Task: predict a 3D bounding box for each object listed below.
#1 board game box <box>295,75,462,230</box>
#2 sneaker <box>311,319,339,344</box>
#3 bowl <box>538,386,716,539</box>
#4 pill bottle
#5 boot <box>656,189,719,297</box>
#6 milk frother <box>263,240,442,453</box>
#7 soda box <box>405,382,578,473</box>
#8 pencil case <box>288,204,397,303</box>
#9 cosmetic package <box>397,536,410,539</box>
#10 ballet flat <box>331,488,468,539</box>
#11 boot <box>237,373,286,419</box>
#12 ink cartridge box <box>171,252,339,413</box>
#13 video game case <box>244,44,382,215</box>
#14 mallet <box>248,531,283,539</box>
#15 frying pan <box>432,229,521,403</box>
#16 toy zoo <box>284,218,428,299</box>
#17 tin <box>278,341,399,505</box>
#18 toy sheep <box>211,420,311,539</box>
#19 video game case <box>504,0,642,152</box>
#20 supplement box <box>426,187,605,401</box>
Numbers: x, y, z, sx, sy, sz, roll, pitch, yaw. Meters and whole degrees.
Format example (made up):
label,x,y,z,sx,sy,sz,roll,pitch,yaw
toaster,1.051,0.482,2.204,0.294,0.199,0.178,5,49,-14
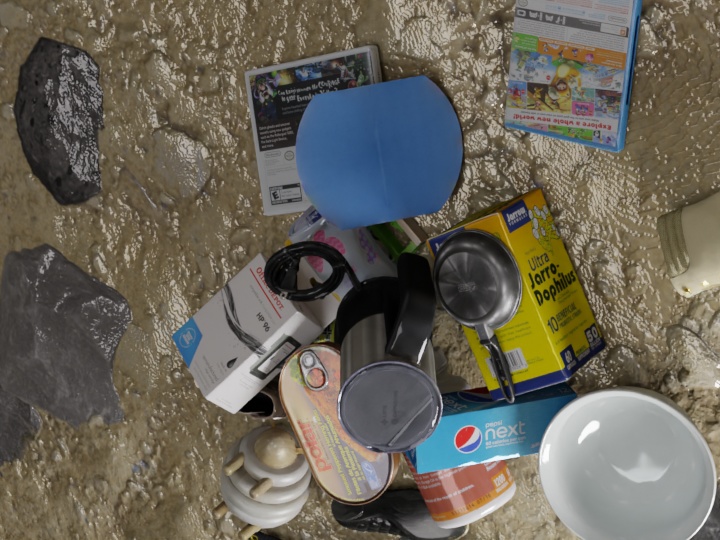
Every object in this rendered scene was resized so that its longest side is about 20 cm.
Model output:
label,x,y,z,sx,sy,sz,roll,pitch,yaw
board game box,0.020,-0.137,1.661,0.197,0.039,0.160,-11,101,-9
sneaker,-0.050,0.090,1.809,0.199,0.077,0.076,28,152,31
bowl,0.305,0.209,1.600,0.198,0.090,0.204,8,112,21
pill bottle,0.101,0.201,1.735,0.111,0.112,0.202,-23,94,38
boot,0.406,0.004,1.473,0.155,0.073,0.202,-29,88,38
milk frother,-0.011,0.075,1.585,0.197,0.189,0.183,0,118,-1
soda box,0.149,0.176,1.646,0.064,0.197,0.069,-131,35,-67
pencil case,0.000,0.000,1.712,0.090,0.083,0.201,-37,105,0
cosmetic package,0.120,0.454,1.858,0.149,0.051,0.203,4,110,37
ballet flat,0.054,0.316,1.862,0.197,0.057,0.068,4,82,29
boot,-0.069,0.160,1.815,0.198,0.145,0.071,-6,91,36
ink cartridge box,-0.126,0.064,1.768,0.200,0.068,0.116,-43,52,7
video game case,-0.050,-0.168,1.743,0.198,0.023,0.185,-5,95,37
mallet,-0.080,0.385,1.982,0.198,0.041,0.067,20,119,32
frying pan,0.123,0.049,1.580,0.114,0.031,0.193,15,113,32
toy zoo,-0.016,-0.028,1.789,0.132,0.020,0.200,51,127,9
tin,-0.025,0.184,1.725,0.111,0.042,0.202,-24,88,18
toy sheep,-0.130,0.285,1.918,0.137,0.137,0.201,38,134,17
video game case,0.229,-0.240,1.540,0.142,0.018,0.203,16,116,29
supplement box,0.177,0.027,1.618,0.109,0.108,0.202,-21,95,38
